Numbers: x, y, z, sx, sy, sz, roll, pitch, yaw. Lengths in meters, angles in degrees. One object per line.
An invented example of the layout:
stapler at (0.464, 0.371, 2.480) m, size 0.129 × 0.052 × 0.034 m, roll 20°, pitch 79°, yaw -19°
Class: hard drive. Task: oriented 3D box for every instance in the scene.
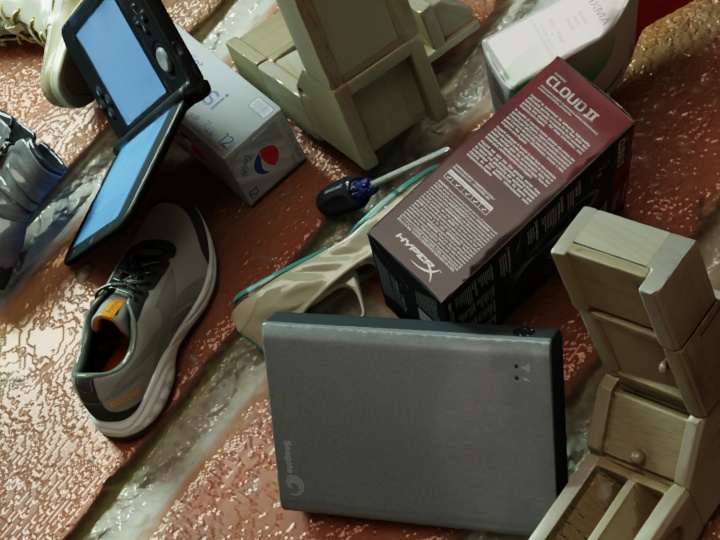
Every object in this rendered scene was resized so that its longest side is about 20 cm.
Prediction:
hard drive at (0.036, 0.101, 1.092) m, size 0.199 × 0.140 × 0.033 m, roll 3°, pitch 20°, yaw 22°

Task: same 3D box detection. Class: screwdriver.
screwdriver at (0.014, -0.064, 1.194) m, size 0.029 × 0.028 × 0.200 m, roll -39°, pitch 9°, yaw -21°

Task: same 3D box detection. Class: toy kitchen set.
toy kitchen set at (-0.009, -0.220, 1.260) m, size 0.163 × 0.181 × 0.200 m, roll -36°, pitch 40°, yaw -14°
toy kitchen set at (0.179, 0.106, 0.966) m, size 0.163 × 0.200 × 0.181 m, roll 20°, pitch 63°, yaw 40°

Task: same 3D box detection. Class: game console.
game console at (-0.203, -0.118, 1.266) m, size 0.116 × 0.200 × 0.176 m, roll -32°, pitch 95°, yaw -25°

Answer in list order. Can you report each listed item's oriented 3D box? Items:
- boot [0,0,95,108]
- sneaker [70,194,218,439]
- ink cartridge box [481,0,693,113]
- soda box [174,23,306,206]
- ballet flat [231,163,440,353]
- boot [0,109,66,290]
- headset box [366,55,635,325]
boot at (-0.292, -0.215, 1.453) m, size 0.154 × 0.072 × 0.200 m, roll -5°, pitch 52°, yaw 17°
sneaker at (-0.164, 0.024, 1.245) m, size 0.074 × 0.079 × 0.201 m, roll 0°, pitch 57°, yaw 23°
ink cartridge box at (0.186, -0.170, 1.188) m, size 0.200 × 0.161 × 0.050 m, roll -27°, pitch 76°, yaw 2°
soda box at (-0.134, -0.140, 1.347) m, size 0.063 × 0.068 × 0.200 m, roll -42°, pitch 54°, yaw -10°
ballet flat at (0.000, 0.000, 1.216) m, size 0.200 × 0.070 × 0.070 m, roll -34°, pitch 53°, yaw -1°
boot at (-0.332, -0.083, 1.359) m, size 0.200 × 0.070 × 0.132 m, roll 31°, pitch 98°, yaw 22°
headset box at (0.106, -0.043, 1.136) m, size 0.200 × 0.149 × 0.077 m, roll -44°, pitch 72°, yaw -9°
